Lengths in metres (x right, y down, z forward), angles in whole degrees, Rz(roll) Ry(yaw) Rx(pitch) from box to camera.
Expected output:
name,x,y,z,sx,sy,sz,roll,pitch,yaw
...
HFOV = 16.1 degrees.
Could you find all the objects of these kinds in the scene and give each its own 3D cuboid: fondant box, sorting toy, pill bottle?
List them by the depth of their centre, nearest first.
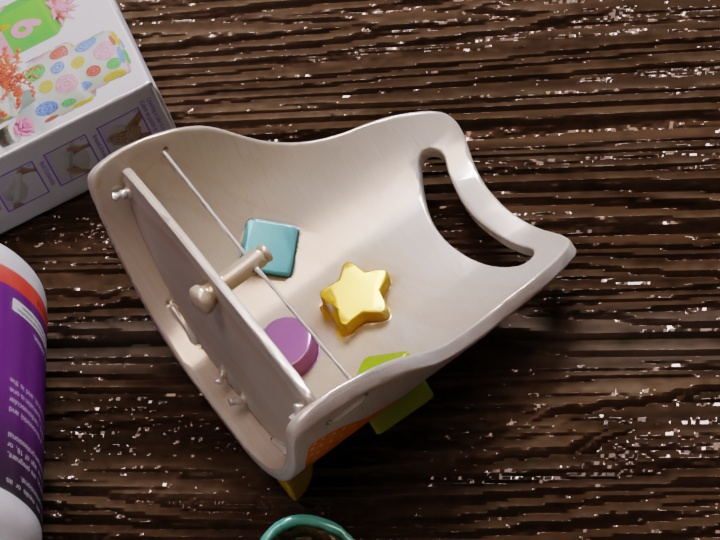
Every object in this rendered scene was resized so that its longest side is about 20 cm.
name,x,y,z,sx,sy,sz,roll,pitch,yaw
pill bottle,-0.205,0.086,1.204,0.112,0.113,0.201,-12,52,10
sorting toy,0.000,0.000,1.215,0.179,0.107,0.200,-30,50,-14
fondant box,-0.214,-0.087,1.369,0.199,0.058,0.145,-27,51,-1

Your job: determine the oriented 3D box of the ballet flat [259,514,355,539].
name,x,y,z,sx,sy,sz,roll,pitch,yaw
ballet flat,0.005,0.181,1.091,0.067,0.071,0.200,-32,52,-6
